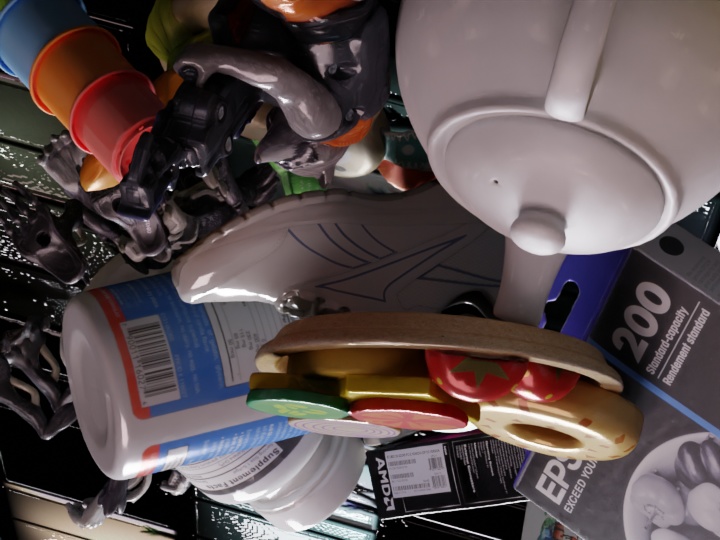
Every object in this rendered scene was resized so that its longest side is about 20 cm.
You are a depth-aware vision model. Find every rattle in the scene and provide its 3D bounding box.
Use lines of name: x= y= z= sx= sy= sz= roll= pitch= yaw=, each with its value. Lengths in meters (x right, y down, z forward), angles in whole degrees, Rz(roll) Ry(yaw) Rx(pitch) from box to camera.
rattle: x=-0.030 y=-0.058 z=1.227 sx=0.130 sy=0.143 sz=0.200 roll=-27 pitch=125 yaw=30

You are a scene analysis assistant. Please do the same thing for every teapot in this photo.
teapot: x=0.098 y=-0.077 z=1.097 sx=0.197 sy=0.147 sz=0.200 roll=-11 pitch=141 yaw=43

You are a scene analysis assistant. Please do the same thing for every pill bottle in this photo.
pill bottle: x=-0.064 y=0.047 z=1.384 sx=0.199 sy=0.113 sz=0.112 roll=-12 pitch=161 yaw=-20
pill bottle: x=-0.088 y=0.078 z=1.512 sx=0.110 sy=0.111 sz=0.200 roll=-11 pitch=134 yaw=43

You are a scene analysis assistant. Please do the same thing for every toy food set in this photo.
toy food set: x=0.039 y=0.062 z=1.235 sx=0.197 sy=0.049 sz=0.200 roll=0 pitch=168 yaw=22

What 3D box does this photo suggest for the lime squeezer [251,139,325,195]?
lime squeezer: x=-0.012 y=-0.046 z=1.340 sx=0.199 sy=0.038 sz=0.071 roll=28 pitch=151 yaw=-17

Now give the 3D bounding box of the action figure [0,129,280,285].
action figure: x=-0.119 y=-0.049 z=1.331 sx=0.119 sy=0.102 sz=0.200 roll=-26 pitch=178 yaw=19

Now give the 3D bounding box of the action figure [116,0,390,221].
action figure: x=-0.029 y=-0.100 z=1.072 sx=0.104 sy=0.200 sz=0.194 roll=20 pitch=147 yaw=12

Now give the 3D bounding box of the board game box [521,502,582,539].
board game box: x=0.217 y=0.189 z=1.553 sx=0.199 sy=0.065 sz=0.147 roll=8 pitch=180 yaw=18

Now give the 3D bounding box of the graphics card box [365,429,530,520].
graphics card box: x=0.115 y=0.113 z=1.480 sx=0.125 sy=0.051 sz=0.200 roll=-12 pitch=178 yaw=-43

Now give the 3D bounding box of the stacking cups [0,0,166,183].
stacking cups: x=-0.146 y=-0.112 z=1.160 sx=0.200 sy=0.060 sz=0.061 roll=43 pitch=172 yaw=39

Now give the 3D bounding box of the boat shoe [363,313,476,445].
boat shoe: x=0.041 y=0.069 z=1.498 sx=0.060 sy=0.072 sz=0.200 roll=64 pitch=160 yaw=0

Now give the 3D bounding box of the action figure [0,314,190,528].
action figure: x=-0.170 y=0.109 z=1.629 sx=0.199 sy=0.119 sz=0.102 roll=24 pitch=116 yaw=0

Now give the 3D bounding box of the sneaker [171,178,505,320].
sneaker: x=0.000 y=0.000 z=1.251 sx=0.199 sy=0.087 sz=0.075 roll=-8 pitch=173 yaw=-14

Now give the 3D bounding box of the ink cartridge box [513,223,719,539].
ink cartridge box: x=0.159 y=0.072 z=1.297 sx=0.200 sy=0.043 sz=0.199 roll=36 pitch=131 yaw=17
